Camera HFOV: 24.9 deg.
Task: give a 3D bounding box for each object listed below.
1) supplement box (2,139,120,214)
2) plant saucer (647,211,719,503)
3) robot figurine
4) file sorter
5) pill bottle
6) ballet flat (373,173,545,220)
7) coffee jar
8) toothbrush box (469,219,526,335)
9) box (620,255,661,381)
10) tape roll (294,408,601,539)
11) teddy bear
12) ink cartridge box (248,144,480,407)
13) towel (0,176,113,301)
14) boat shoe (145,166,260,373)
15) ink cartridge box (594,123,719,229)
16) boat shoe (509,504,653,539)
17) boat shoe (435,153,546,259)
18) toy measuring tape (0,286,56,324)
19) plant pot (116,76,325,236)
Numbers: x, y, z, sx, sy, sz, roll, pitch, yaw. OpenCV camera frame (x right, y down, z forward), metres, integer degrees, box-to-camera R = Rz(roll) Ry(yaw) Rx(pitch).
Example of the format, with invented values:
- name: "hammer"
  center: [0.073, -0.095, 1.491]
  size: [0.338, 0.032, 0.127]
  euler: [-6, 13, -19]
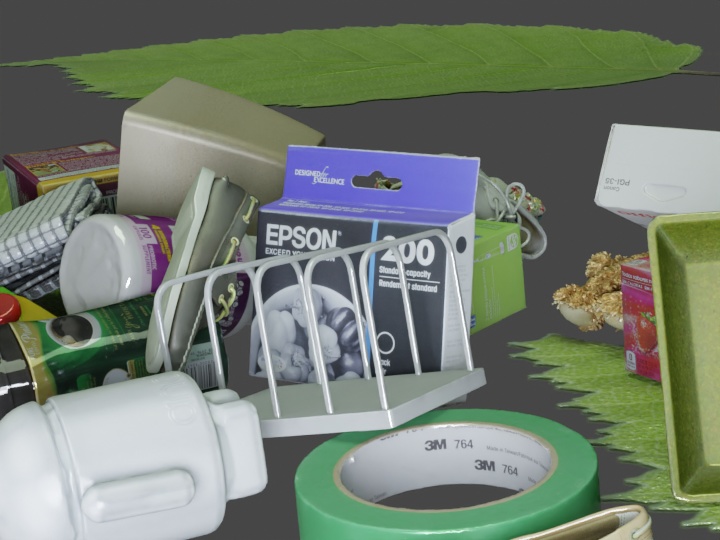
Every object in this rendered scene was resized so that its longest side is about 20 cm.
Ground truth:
- name: "supplement box"
  center: [-0.323, -0.079, 1.877]
  size: [0.131, 0.103, 0.200]
  euler: [-12, 18, -20]
- name: "plant saucer"
  center: [0.304, 0.057, 1.120]
  size: [0.200, 0.200, 0.048]
  euler: [-4, -13, 5]
- name: "robot figurine"
  center: [-0.166, 0.133, 1.088]
  size: [0.200, 0.113, 0.170]
  euler: [-12, 7, -20]
- name: "file sorter"
  center: [-0.035, 0.048, 1.209]
  size: [0.200, 0.125, 0.139]
  euler: [-8, 4, 33]
- name: "pill bottle"
  center: [-0.161, 0.007, 1.477]
  size: [0.200, 0.112, 0.112]
  euler: [1, 8, -43]
- name: "ballet flat"
  center: [0.105, -0.080, 1.811]
  size: [0.200, 0.064, 0.076]
  euler: [-4, 16, 2]
- name: "coffee jar"
  center: [-0.216, 0.079, 1.331]
  size: [0.200, 0.085, 0.104]
  euler: [-11, 32, -21]
- name: "toothbrush box"
  center: [0.033, 0.015, 1.473]
  size: [0.146, 0.086, 0.200]
  euler: [8, 20, 40]
- name: "box"
  center: [0.305, 0.045, 1.265]
  size: [0.100, 0.096, 0.200]
  euler: [-15, 19, -32]
- name: "tape roll"
  center: [0.058, 0.149, 1.079]
  size: [0.200, 0.048, 0.200]
  euler: [-6, 16, 2]
- name: "teddy bear"
  center: [0.261, 0.008, 1.437]
  size: [0.200, 0.067, 0.145]
  euler: [-13, 9, -20]
- name: "ink cartridge box"
  center: [0.000, 0.000, 1.334]
  size: [0.198, 0.200, 0.043]
  euler: [6, 4, 35]
- name: "towel"
  center: [-0.328, -0.011, 1.615]
  size: [0.166, 0.086, 0.200]
  euler: [-25, 15, 4]
- name: "boat shoe"
  center: [-0.125, 0.003, 1.307]
  size: [0.060, 0.072, 0.202]
  euler: [22, 49, -14]
- name: "ink cartridge box"
  center: [0.336, -0.070, 1.532]
  size: [0.146, 0.083, 0.200]
  euler: [9, -6, 39]
- name: "boat shoe"
  center: [0.074, 0.180, 0.939]
  size: [0.200, 0.063, 0.073]
  euler: [-10, 18, -14]
- name: "boat shoe"
  center: [0.131, -0.052, 1.603]
  size: [0.086, 0.075, 0.202]
  euler: [22, -8, 35]
- name: "toy measuring tape"
  center: [-0.294, 0.071, 1.447]
  size: [0.200, 0.074, 0.074]
  euler: [27, 33, 35]
- name: "plant pot"
  center: [-0.137, -0.072, 1.675]
  size: [0.177, 0.200, 0.200]
  euler: [9, 18, 7]
